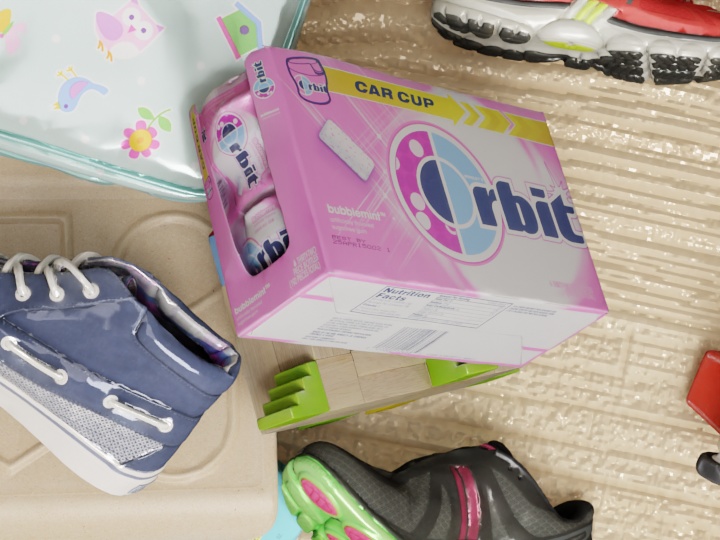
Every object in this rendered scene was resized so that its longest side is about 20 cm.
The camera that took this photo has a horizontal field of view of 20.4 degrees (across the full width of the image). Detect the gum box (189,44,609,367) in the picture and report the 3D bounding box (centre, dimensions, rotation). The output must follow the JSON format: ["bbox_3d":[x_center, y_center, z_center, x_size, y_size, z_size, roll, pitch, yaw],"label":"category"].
[{"bbox_3d":[0.015,-0.026,0.932,0.066,0.199,0.114,-35,60,37],"label":"gum box"}]

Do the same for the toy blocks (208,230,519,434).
[{"bbox_3d":[0.000,0.000,1.014,0.199,0.100,0.138,-9,80,-47],"label":"toy blocks"}]

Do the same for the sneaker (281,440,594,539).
[{"bbox_3d":[0.043,0.124,1.046,0.199,0.077,0.084,24,73,-32],"label":"sneaker"}]

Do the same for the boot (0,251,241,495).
[{"bbox_3d":[-0.154,0.014,0.942,0.200,0.073,0.090,38,113,-12],"label":"boot"}]

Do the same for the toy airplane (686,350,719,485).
[{"bbox_3d":[0.289,0.103,1.037,0.199,0.141,0.200,-28,78,30],"label":"toy airplane"}]

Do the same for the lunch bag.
[{"bbox_3d":[-0.132,-0.121,0.964,0.199,0.077,0.161,18,93,-8],"label":"lunch bag"}]

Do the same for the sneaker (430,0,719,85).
[{"bbox_3d":[0.137,-0.150,1.061,0.198,0.077,0.086,10,85,-3],"label":"sneaker"}]

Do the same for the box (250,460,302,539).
[{"bbox_3d":[-0.125,0.097,1.061,0.199,0.049,0.083,34,89,-3],"label":"box"}]

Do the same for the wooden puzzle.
[{"bbox_3d":[-0.137,0.038,1.017,0.184,0.046,0.202,-1,85,-9],"label":"wooden puzzle"}]
